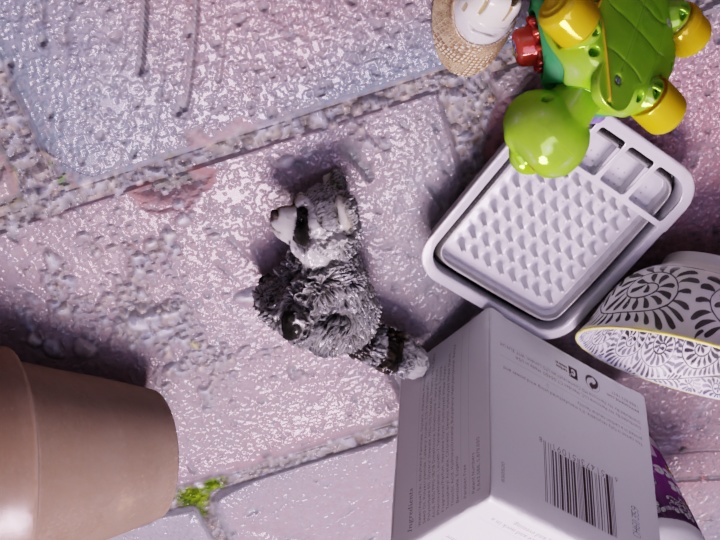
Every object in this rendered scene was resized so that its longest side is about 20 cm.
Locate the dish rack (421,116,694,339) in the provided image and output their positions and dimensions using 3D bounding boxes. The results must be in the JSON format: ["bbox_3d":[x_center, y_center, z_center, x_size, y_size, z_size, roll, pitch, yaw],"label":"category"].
[{"bbox_3d":[0.162,-0.048,1.050,0.171,0.044,0.200,29,113,-25],"label":"dish rack"}]

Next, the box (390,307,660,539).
[{"bbox_3d":[0.143,0.175,1.078,0.199,0.200,0.131,30,132,-25],"label":"box"}]

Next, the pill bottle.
[{"bbox_3d":[0.258,0.247,1.155,0.112,0.200,0.113,-5,124,-7],"label":"pill bottle"}]

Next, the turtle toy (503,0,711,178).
[{"bbox_3d":[0.168,-0.158,0.921,0.146,0.200,0.101,38,153,-28],"label":"turtle toy"}]

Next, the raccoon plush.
[{"bbox_3d":[0.000,0.000,1.046,0.200,0.097,0.134,19,108,-42],"label":"raccoon plush"}]

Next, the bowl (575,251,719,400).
[{"bbox_3d":[0.296,0.042,1.075,0.200,0.201,0.094,24,75,-22],"label":"bowl"}]

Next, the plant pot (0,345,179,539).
[{"bbox_3d":[-0.253,0.163,1.047,0.174,0.200,0.201,1,123,-29],"label":"plant pot"}]

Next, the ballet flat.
[{"bbox_3d":[0.099,-0.228,0.914,0.070,0.065,0.200,4,121,-12],"label":"ballet flat"}]
